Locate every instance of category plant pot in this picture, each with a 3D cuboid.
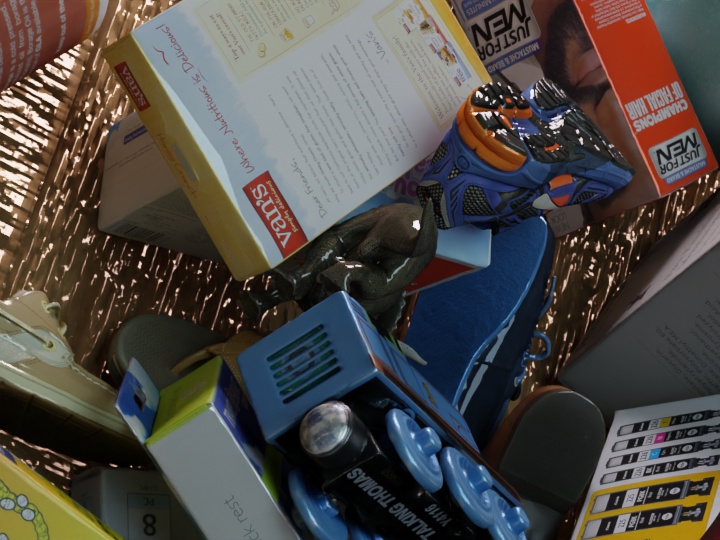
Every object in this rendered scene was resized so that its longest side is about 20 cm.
[{"bbox_3d":[0.239,-0.169,1.438,0.134,0.200,0.201,19,63,1],"label":"plant pot"}]

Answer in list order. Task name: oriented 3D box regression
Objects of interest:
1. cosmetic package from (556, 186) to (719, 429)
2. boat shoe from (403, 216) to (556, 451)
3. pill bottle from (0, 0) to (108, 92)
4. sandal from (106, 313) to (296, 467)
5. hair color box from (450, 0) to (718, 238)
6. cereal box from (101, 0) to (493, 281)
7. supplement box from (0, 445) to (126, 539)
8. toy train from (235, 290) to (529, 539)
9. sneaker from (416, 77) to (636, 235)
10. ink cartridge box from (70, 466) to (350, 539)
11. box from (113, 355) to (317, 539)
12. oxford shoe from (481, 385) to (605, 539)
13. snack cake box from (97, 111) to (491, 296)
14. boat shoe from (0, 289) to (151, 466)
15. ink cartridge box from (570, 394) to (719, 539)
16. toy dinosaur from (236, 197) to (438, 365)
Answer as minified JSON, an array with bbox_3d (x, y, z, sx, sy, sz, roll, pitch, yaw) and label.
[{"bbox_3d":[0.265,0.033,1.345,0.165,0.200,0.165,44,47,-1],"label":"cosmetic package"},{"bbox_3d":[0.063,0.057,1.312,0.200,0.084,0.069,-59,140,-11],"label":"boat shoe"},{"bbox_3d":[-0.237,-0.129,1.127,0.200,0.112,0.112,-38,99,-36],"label":"pill bottle"},{"bbox_3d":[-0.045,0.070,1.211,0.200,0.054,0.080,26,36,-8],"label":"sandal"},{"bbox_3d":[0.137,-0.133,1.388,0.064,0.111,0.200,-26,92,-36],"label":"hair color box"},{"bbox_3d":[-0.027,-0.104,1.166,0.200,0.040,0.144,-36,100,-36],"label":"cereal box"},{"bbox_3d":[-0.150,0.177,1.067,0.200,0.109,0.110,39,82,-12],"label":"supplement box"},{"bbox_3d":[0.019,0.100,1.116,0.200,0.087,0.114,43,20,-50],"label":"toy train"},{"bbox_3d":[0.089,-0.060,1.220,0.075,0.078,0.200,54,23,19],"label":"sneaker"},{"bbox_3d":[-0.077,0.211,1.179,0.160,0.047,0.200,7,71,-33],"label":"ink cartridge box"},{"bbox_3d":[-0.053,0.129,1.120,0.048,0.122,0.200,-32,99,3],"label":"box"},{"bbox_3d":[0.075,0.156,1.268,0.071,0.071,0.200,35,91,-9],"label":"oxford shoe"},{"bbox_3d":[-0.036,-0.043,1.239,0.200,0.115,0.067,16,68,-31],"label":"snack cake box"},{"bbox_3d":[-0.188,0.039,1.133,0.200,0.074,0.066,30,62,-20],"label":"boat shoe"},{"bbox_3d":[0.176,0.162,1.218,0.084,0.175,0.200,66,29,-24],"label":"ink cartridge box"},{"bbox_3d":[0.000,0.000,1.156,0.077,0.200,0.102,42,51,17],"label":"toy dinosaur"}]
